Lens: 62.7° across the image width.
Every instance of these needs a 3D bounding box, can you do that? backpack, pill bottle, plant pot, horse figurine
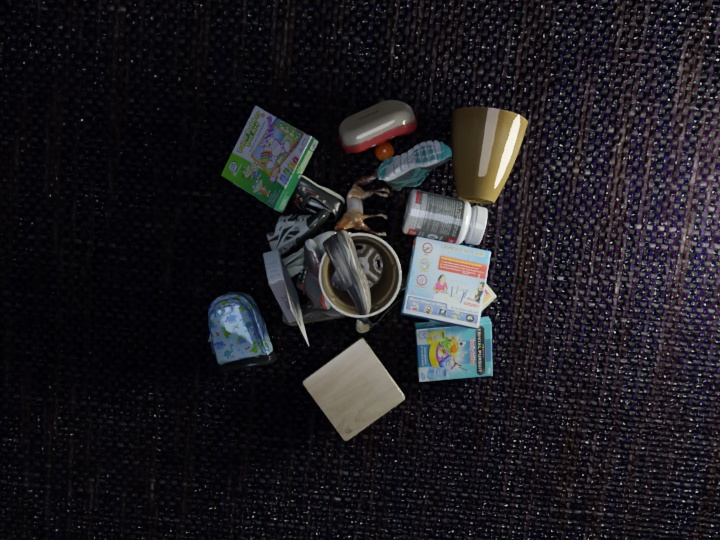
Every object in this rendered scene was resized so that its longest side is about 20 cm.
[{"bbox_3d":[-0.320,0.155,1.539,0.161,0.154,0.203,-10,84,8],"label":"backpack"},{"bbox_3d":[0.213,-0.131,1.501,0.197,0.114,0.116,12,97,-1],"label":"pill bottle"},{"bbox_3d":[0.000,0.000,1.484,0.197,0.184,0.204,0,98,1],"label":"plant pot"},{"bbox_3d":[0.006,-0.165,1.509,0.130,0.050,0.203,3,66,5],"label":"horse figurine"},{"bbox_3d":[0.296,-0.270,1.434,0.183,0.186,0.203,10,90,-1],"label":"plant pot"}]

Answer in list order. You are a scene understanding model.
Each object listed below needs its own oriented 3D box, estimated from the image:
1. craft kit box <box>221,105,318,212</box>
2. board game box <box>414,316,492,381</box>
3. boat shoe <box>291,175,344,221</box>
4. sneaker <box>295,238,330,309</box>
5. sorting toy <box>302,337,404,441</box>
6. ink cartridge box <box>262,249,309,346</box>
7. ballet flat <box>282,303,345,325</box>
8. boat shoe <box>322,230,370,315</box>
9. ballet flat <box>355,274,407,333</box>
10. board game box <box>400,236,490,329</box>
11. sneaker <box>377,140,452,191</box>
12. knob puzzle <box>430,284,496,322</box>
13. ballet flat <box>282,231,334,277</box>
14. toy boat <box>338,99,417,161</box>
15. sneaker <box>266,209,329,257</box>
[{"bbox_3d":[-0.230,-0.281,1.483,0.196,0.048,0.202,32,97,26],"label":"craft kit box"},{"bbox_3d":[0.247,0.209,1.564,0.197,0.047,0.153,-5,107,1],"label":"board game box"},{"bbox_3d":[-0.140,-0.191,1.511,0.199,0.074,0.064,25,60,-5],"label":"boat shoe"},{"bbox_3d":[-0.128,0.019,1.490,0.081,0.077,0.203,-10,117,2],"label":"sneaker"},{"bbox_3d":[-0.018,0.310,1.580,0.199,0.070,0.200,-36,95,5],"label":"sorting toy"},{"bbox_3d":[-0.182,0.076,1.451,0.043,0.201,0.175,-15,56,-1],"label":"ink cartridge box"},{"bbox_3d":[-0.110,0.111,1.572,0.197,0.047,0.068,-13,64,-3],"label":"ballet flat"},{"bbox_3d":[-0.032,0.010,1.365,0.072,0.074,0.203,-19,88,13],"label":"boat shoe"},{"bbox_3d":[0.061,0.090,1.551,0.200,0.057,0.066,-47,136,4],"label":"ballet flat"},{"bbox_3d":[0.216,0.032,1.504,0.197,0.056,0.199,12,82,-1],"label":"board game box"},{"bbox_3d":[0.144,-0.258,1.483,0.198,0.091,0.079,-14,55,29],"label":"sneaker"},{"bbox_3d":[0.235,0.057,1.567,0.216,0.030,0.223,0,97,1],"label":"knob puzzle"},{"bbox_3d":[-0.138,-0.030,1.538,0.198,0.069,0.070,-29,96,4],"label":"ballet flat"},{"bbox_3d":[0.050,-0.337,1.488,0.198,0.131,0.132,-23,127,4],"label":"toy boat"},{"bbox_3d":[-0.168,-0.113,1.506,0.199,0.074,0.089,-34,87,26],"label":"sneaker"}]
